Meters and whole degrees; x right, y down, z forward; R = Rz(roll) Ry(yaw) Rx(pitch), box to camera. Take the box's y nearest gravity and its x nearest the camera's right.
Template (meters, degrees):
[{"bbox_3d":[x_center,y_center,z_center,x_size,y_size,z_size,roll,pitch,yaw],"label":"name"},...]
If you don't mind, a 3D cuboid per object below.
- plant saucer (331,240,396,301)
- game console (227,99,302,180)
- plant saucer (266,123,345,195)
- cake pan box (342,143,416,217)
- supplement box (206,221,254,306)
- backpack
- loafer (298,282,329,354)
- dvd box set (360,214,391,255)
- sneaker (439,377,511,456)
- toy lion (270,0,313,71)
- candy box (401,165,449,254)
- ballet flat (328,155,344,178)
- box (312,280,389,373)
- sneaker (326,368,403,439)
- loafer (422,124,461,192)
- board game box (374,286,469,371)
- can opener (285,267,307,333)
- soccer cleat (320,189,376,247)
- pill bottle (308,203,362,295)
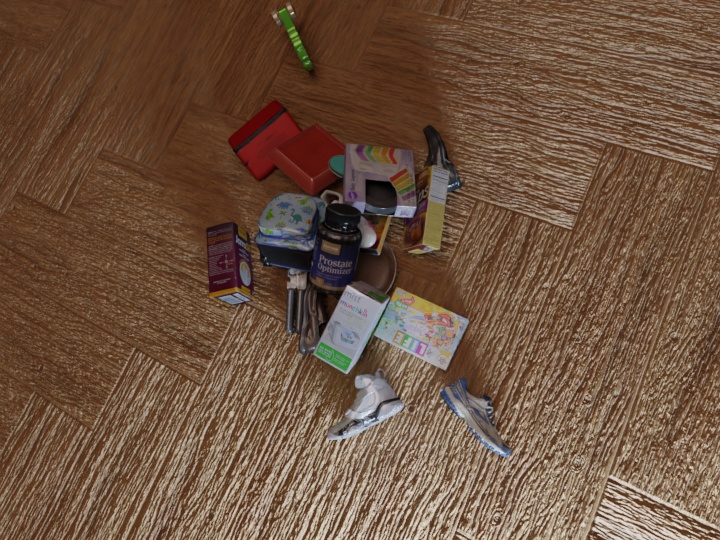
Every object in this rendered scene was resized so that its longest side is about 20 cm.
[{"bbox_3d":[0.000,0.000,1.345,0.197,0.037,0.203,-4,74,14],"label":"plant saucer"},{"bbox_3d":[-0.283,-0.397,1.546,0.199,0.119,0.173,-39,100,2],"label":"game console"},{"bbox_3d":[-0.129,-0.325,1.429,0.199,0.037,0.200,-38,68,-26],"label":"plant saucer"},{"bbox_3d":[0.047,-0.226,1.294,0.181,0.053,0.202,4,59,-5],"label":"cake pan box"},{"bbox_3d":[-0.358,-0.017,1.405,0.084,0.110,0.203,-12,72,10],"label":"supplement box"},{"bbox_3d":[-0.170,-0.118,1.345,0.180,0.148,0.201,8,47,11],"label":"backpack"},{"bbox_3d":[-0.114,0.120,1.330,0.070,0.073,0.203,4,80,5],"label":"loafer"},{"bbox_3d":[0.010,-0.142,1.359,0.144,0.029,0.202,10,64,21],"label":"dvd box set"},{"bbox_3d":[0.275,0.328,1.158,0.085,0.077,0.200,-41,69,-4],"label":"sneaker"},{"bbox_3d":[-0.196,-0.702,1.542,0.068,0.193,0.201,-25,29,6],"label":"toy lion"},{"bbox_3d":[0.163,-0.150,1.292,0.056,0.116,0.203,13,80,-21],"label":"candy box"},{"bbox_3d":[0.010,-0.269,1.394,0.197,0.071,0.070,7,84,1],"label":"ballet flat"},{"bbox_3d":[-0.017,0.123,1.202,0.096,0.200,0.178,28,95,7],"label":"box"},{"bbox_3d":[-0.004,0.324,1.234,0.198,0.075,0.116,-27,69,1],"label":"sneaker"},{"bbox_3d":[0.201,-0.297,1.361,0.072,0.073,0.202,-24,68,12],"label":"loafer"},{"bbox_3d":[0.151,0.143,1.264,0.198,0.034,0.136,24,82,20],"label":"board game box"},{"bbox_3d":[-0.171,0.068,1.364,0.052,0.066,0.203,2,79,-5],"label":"can opener"},{"bbox_3d":[-0.037,-0.131,1.290,0.070,0.086,0.200,-49,54,12],"label":"soccer cleat"},{"bbox_3d":[-0.057,-0.052,1.227,0.111,0.112,0.202,20,115,19],"label":"pill bottle"}]
